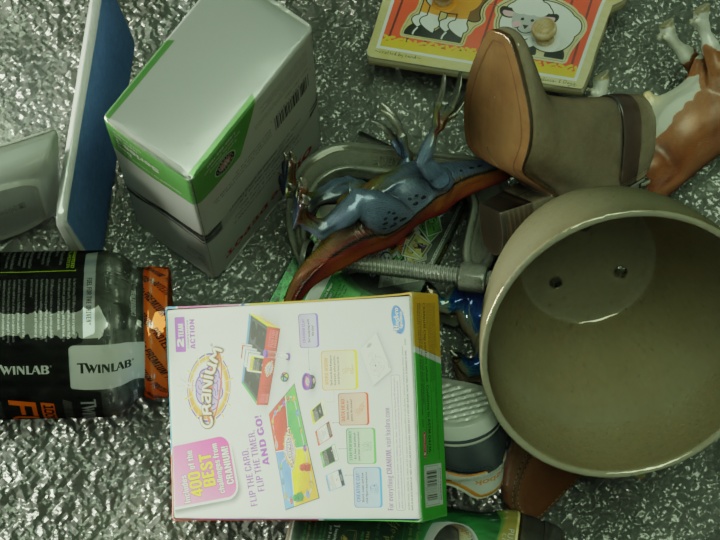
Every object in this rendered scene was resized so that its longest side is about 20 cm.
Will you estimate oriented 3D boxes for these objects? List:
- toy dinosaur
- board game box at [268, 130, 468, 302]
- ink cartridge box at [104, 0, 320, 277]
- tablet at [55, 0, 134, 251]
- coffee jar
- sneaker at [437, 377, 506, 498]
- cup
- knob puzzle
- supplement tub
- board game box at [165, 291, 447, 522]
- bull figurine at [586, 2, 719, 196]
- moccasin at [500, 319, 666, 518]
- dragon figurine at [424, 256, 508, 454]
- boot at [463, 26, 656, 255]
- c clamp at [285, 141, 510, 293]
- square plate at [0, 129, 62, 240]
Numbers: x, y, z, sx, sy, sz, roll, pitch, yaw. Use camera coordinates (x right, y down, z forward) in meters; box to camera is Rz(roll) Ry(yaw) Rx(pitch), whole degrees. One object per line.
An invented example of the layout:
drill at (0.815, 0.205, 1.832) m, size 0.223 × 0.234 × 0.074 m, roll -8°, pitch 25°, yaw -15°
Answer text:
toy dinosaur at (0.033, -0.057, 1.507) m, size 0.180 × 0.105 × 0.201 m, roll 4°, pitch 104°, yaw -16°
board game box at (0.000, 0.000, 1.556) m, size 0.104 × 0.023 × 0.201 m, roll 27°, pitch 73°, yaw 5°
ink cartridge box at (-0.103, -0.102, 1.493) m, size 0.084 × 0.200 × 0.146 m, roll 34°, pitch 73°, yaw 12°
tablet at (-0.199, -0.109, 1.527) m, size 0.014 × 0.130 × 0.201 m, roll 5°, pitch 72°, yaw 6°
coffee jar at (0.044, 0.213, 1.456) m, size 0.199 × 0.085 × 0.105 m, roll 12°, pitch 66°, yaw 2°
sneaker at (0.021, 0.110, 1.456) m, size 0.078 × 0.080 × 0.199 m, roll -34°, pitch 36°, yaw -32°
cup at (0.170, 0.021, 1.407) m, size 0.199 × 0.143 × 0.201 m, roll -3°, pitch 116°, yaw -5°
knob puzzle at (0.114, -0.238, 1.607) m, size 0.218 × 0.031 × 0.221 m, roll -4°, pitch 57°, yaw 6°
supplement tub at (-0.237, 0.047, 1.479) m, size 0.199 × 0.123 × 0.123 m, roll -1°, pitch 72°, yaw -2°
board game box at (-0.040, 0.095, 1.400) m, size 0.199 × 0.040 × 0.154 m, roll -3°, pitch 88°, yaw 28°
bull figurine at (0.257, -0.129, 1.573) m, size 0.200 × 0.065 × 0.122 m, roll -40°, pitch 103°, yaw -8°
moccasin at (0.183, 0.107, 1.490) m, size 0.201 × 0.074 × 0.078 m, roll -41°, pitch 41°, yaw -7°
dragon figurine at (0.111, 0.041, 1.523) m, size 0.099 × 0.059 × 0.201 m, roll -19°, pitch 66°, yaw 1°
boot at (0.151, -0.100, 1.473) m, size 0.146 × 0.201 × 0.070 m, roll -21°, pitch 39°, yaw -29°
c clamp at (0.031, -0.023, 1.520) m, size 0.199 × 0.027 × 0.172 m, roll 12°, pitch 64°, yaw 16°
square plate at (-0.305, -0.037, 1.464) m, size 0.197 × 0.200 × 0.029 m, roll -19°, pitch 82°, yaw -8°
